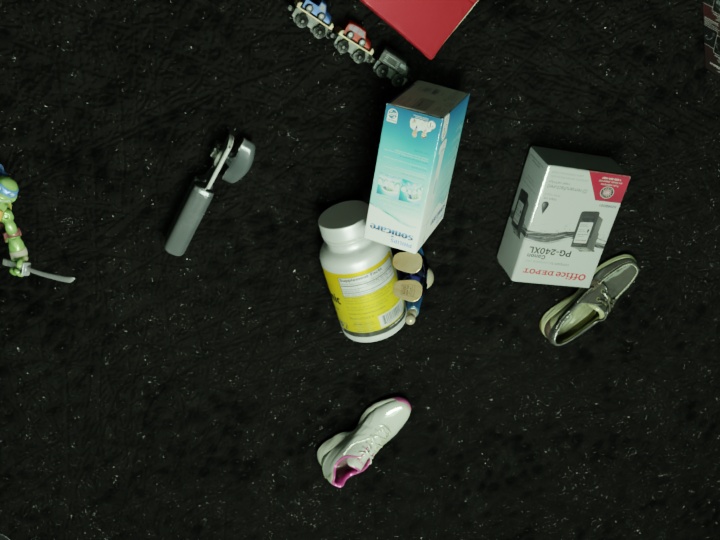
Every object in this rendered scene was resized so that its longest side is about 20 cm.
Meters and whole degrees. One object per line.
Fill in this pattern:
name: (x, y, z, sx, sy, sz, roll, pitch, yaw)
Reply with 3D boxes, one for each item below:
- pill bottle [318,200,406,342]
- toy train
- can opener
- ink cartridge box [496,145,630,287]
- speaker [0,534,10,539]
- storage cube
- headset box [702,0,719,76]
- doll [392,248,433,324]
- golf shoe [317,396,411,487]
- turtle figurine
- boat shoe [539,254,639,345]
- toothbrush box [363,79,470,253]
pill bottle: (0.000, 0.000, 1.308, 0.110, 0.112, 0.202, -17, 121, -2)
toy train: (-0.012, -0.316, 1.170, 0.198, 0.034, 0.046, 26, 108, -24)
can opener: (-0.216, -0.106, 1.236, 0.066, 0.054, 0.201, 22, 114, -21)
ink cartridge box: (0.315, -0.080, 1.344, 0.143, 0.084, 0.202, 5, 118, -15)
speaker: (-0.693, 0.546, 1.490, 0.199, 0.081, 0.081, -39, 120, 10)
storage cube: (0.054, -0.403, 1.044, 0.179, 0.201, 0.171, 31, 109, -32)
headset box: (0.575, -0.396, 1.224, 0.147, 0.078, 0.202, -17, 123, -1)
doll: (0.081, 0.014, 1.298, 0.048, 0.200, 0.139, 1, 91, 10)
golf shoe: (0.014, 0.304, 1.496, 0.199, 0.092, 0.075, -40, 118, 10)
turtle figurine: (-0.525, -0.027, 1.147, 0.193, 0.143, 0.202, -33, 79, 29)
boat shoe: (0.396, 0.057, 1.450, 0.200, 0.066, 0.072, -40, 119, 12)
toothbrush box: (0.080, -0.148, 1.210, 0.084, 0.147, 0.202, 17, 120, 15)
